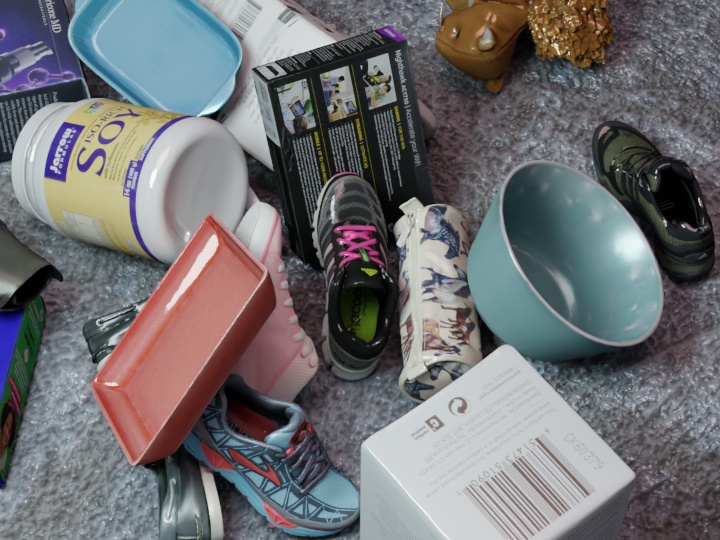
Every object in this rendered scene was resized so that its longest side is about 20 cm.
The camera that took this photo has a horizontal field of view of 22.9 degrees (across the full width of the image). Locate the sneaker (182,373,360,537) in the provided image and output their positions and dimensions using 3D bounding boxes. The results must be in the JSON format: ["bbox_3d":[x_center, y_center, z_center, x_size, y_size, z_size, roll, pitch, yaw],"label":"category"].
[{"bbox_3d":[-0.072,0.163,1.568,0.200,0.096,0.079,36,50,-15],"label":"sneaker"}]

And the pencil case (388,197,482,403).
[{"bbox_3d":[0.070,0.031,1.706,0.089,0.078,0.200,28,45,-36],"label":"pencil case"}]

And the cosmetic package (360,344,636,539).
[{"bbox_3d":[0.110,0.207,1.510,0.165,0.200,0.165,-32,62,-22],"label":"cosmetic package"}]

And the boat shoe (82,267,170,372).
[{"bbox_3d":[-0.177,0.030,1.709,0.199,0.075,0.066,-32,73,-11],"label":"boat shoe"}]

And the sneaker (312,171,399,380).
[{"bbox_3d":[0.000,0.000,1.686,0.074,0.087,0.200,3,79,-16],"label":"sneaker"}]

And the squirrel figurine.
[{"bbox_3d":[0.175,-0.285,1.908,0.200,0.142,0.187,15,62,12],"label":"squirrel figurine"}]

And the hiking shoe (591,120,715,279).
[{"bbox_3d":[0.302,-0.092,1.789,0.076,0.101,0.200,-22,58,-17],"label":"hiking shoe"}]

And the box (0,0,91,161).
[{"bbox_3d":[-0.389,-0.198,1.849,0.200,0.104,0.148,-14,55,-11],"label":"box"}]

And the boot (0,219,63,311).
[{"bbox_3d":[-0.386,0.014,1.624,0.138,0.078,0.200,36,59,20],"label":"boot"}]

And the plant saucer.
[{"bbox_3d":[-0.151,0.062,1.558,0.200,0.037,0.200,-55,26,3],"label":"plant saucer"}]

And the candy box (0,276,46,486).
[{"bbox_3d":[-0.398,0.092,1.658,0.169,0.077,0.200,5,55,4],"label":"candy box"}]

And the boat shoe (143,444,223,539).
[{"bbox_3d":[-0.176,0.160,1.617,0.062,0.073,0.200,-12,60,-14],"label":"boat shoe"}]

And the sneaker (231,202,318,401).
[{"bbox_3d":[-0.082,0.040,1.653,0.104,0.201,0.075,12,11,-17],"label":"sneaker"}]

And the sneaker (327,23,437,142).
[{"bbox_3d":[0.008,-0.206,1.886,0.200,0.075,0.087,38,48,18],"label":"sneaker"}]

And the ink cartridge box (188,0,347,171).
[{"bbox_3d":[-0.092,-0.201,1.830,0.200,0.084,0.146,38,103,22],"label":"ink cartridge box"}]

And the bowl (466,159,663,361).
[{"bbox_3d":[0.179,0.006,1.688,0.201,0.105,0.201,22,49,-27],"label":"bowl"}]

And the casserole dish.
[{"bbox_3d":[-0.204,-0.224,1.799,0.200,0.039,0.121,40,87,15],"label":"casserole dish"}]

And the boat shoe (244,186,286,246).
[{"bbox_3d":[-0.146,-0.082,1.801,0.057,0.069,0.200,-38,60,-3],"label":"boat shoe"}]

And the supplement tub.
[{"bbox_3d":[-0.225,-0.089,1.724,0.200,0.146,0.145,13,52,34],"label":"supplement tub"}]

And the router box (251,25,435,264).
[{"bbox_3d":[-0.013,-0.122,1.746,0.149,0.200,0.051,-18,29,-14],"label":"router box"}]
